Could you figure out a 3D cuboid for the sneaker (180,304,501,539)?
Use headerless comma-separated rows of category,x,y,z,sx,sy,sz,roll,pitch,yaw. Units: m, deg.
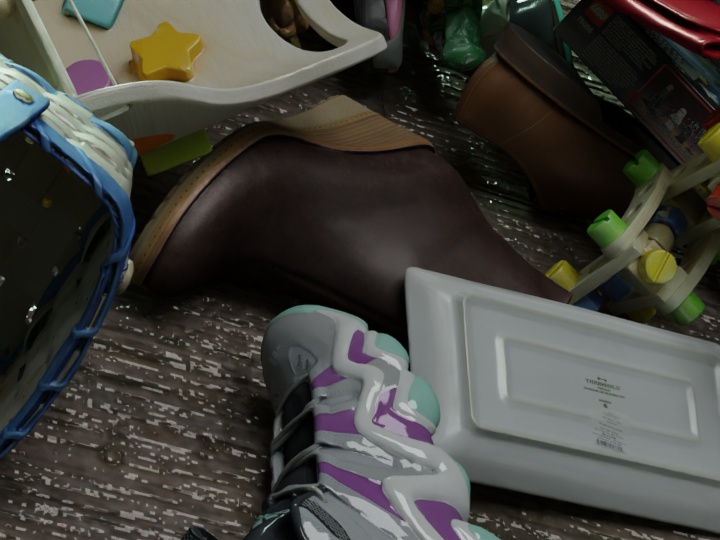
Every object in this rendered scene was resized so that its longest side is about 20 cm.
sneaker,-0.024,0.095,0.930,0.140,0.078,0.200,-4,47,-40

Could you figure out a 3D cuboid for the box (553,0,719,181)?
box,0.209,-0.082,1.299,0.200,0.040,0.137,48,19,11

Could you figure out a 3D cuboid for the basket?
basket,-0.168,0.000,0.860,0.139,0.177,0.200,35,24,1

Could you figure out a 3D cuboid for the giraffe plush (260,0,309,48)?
giraffe plush,-0.070,-0.203,1.196,0.162,0.200,0.173,45,11,12

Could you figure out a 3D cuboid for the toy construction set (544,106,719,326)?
toy construction set,0.192,-0.031,1.134,0.131,0.200,0.092,-48,114,-30

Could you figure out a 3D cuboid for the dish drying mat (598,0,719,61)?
dish drying mat,0.157,-0.150,1.207,0.077,0.018,0.200,5,21,-31

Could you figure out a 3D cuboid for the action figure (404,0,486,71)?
action figure,0.035,-0.188,1.309,0.054,0.118,0.200,-9,48,-13

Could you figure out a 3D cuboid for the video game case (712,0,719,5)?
video game case,0.192,-0.197,1.288,0.023,0.183,0.200,-29,40,-3

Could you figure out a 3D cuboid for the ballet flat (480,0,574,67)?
ballet flat,0.091,-0.157,1.347,0.073,0.073,0.201,15,48,-20

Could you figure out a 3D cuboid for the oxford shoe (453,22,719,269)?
oxford shoe,0.135,-0.054,1.253,0.200,0.071,0.071,36,14,-19

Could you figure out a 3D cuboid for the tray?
tray,0.111,0.062,1.077,0.199,0.022,0.108,14,59,-29

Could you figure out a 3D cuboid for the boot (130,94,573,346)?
boot,0.000,0.000,1.074,0.166,0.072,0.200,43,42,11

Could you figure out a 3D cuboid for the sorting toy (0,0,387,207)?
sorting toy,-0.089,-0.116,1.061,0.179,0.107,0.200,-17,47,-15

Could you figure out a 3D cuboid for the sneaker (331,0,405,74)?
sneaker,-0.036,-0.181,1.291,0.095,0.079,0.200,-12,48,-16
